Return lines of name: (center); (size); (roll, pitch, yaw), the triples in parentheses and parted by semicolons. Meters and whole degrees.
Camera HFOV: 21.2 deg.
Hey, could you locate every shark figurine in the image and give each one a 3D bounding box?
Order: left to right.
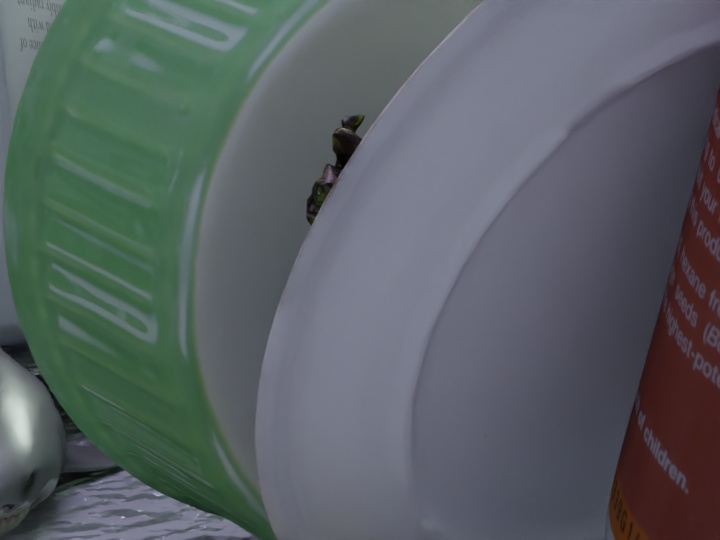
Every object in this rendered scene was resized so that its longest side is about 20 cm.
shark figurine: (-0.164, 0.033, 0.672); (0.213, 0.090, 0.128); (4, 11, 36)

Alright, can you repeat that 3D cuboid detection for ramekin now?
ramekin: (0.012, -0.012, 0.526); (0.198, 0.202, 0.098); (-9, 18, -26)

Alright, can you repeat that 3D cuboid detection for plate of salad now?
plate of salad: (0.055, -0.003, 0.451); (0.199, 0.202, 0.048); (-11, 39, -34)

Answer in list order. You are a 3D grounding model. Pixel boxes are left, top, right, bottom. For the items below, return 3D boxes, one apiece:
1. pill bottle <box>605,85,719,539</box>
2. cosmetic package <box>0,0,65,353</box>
pill bottle: (0.121, -0.014, 0.374); (0.111, 0.202, 0.112); (8, 26, -4)
cosmetic package: (-0.184, -0.062, 0.790); (0.163, 0.202, 0.165); (-8, -2, 16)
